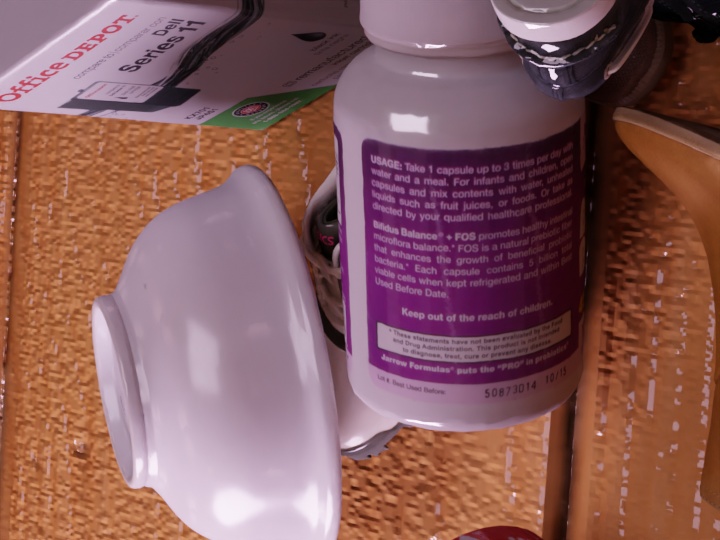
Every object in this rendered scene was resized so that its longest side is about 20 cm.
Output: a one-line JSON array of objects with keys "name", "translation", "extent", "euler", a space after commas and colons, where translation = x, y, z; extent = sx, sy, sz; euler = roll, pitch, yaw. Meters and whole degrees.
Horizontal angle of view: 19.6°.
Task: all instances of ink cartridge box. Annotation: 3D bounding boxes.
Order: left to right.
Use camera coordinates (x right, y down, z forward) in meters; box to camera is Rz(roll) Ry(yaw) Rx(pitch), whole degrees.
[{"name": "ink cartridge box", "translation": [-0.091, -0.137, 1.053], "extent": [0.147, 0.200, 0.083], "euler": [-26, 70, 45]}]

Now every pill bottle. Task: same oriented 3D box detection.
[{"name": "pill bottle", "translation": [0.045, -0.039, 0.927], "extent": [0.112, 0.112, 0.200], "euler": [25, 126, 46]}]

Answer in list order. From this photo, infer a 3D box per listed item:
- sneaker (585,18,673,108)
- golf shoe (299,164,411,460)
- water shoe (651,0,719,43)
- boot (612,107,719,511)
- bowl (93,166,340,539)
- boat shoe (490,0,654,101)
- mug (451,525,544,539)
[{"name": "sneaker", "translation": [0.063, -0.147, 0.973], "extent": [0.200, 0.076, 0.070], "euler": [53, 126, 35]}, {"name": "golf shoe", "translation": [0.000, 0.000, 1.033], "extent": [0.077, 0.088, 0.200], "euler": [32, 114, 42]}, {"name": "water shoe", "translation": [0.184, -0.096, 0.841], "extent": [0.200, 0.071, 0.079], "euler": [6, 96, 49]}, {"name": "boot", "translation": [0.161, 0.026, 0.861], "extent": [0.201, 0.071, 0.144], "euler": [31, 109, 39]}, {"name": "bowl", "translation": [-0.080, 0.052, 1.044], "extent": [0.201, 0.090, 0.201], "euler": [170, 90, -75]}, {"name": "boat shoe", "translation": [0.102, -0.162, 0.856], "extent": [0.076, 0.060, 0.200], "euler": [15, 64, 25]}, {"name": "mug", "translation": [0.089, 0.227, 0.898], "extent": [0.200, 0.133, 0.178], "euler": [43, 118, 44]}]
